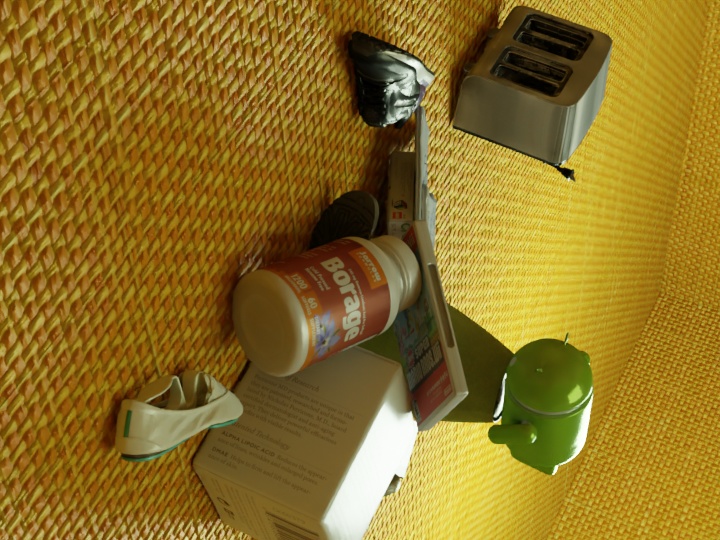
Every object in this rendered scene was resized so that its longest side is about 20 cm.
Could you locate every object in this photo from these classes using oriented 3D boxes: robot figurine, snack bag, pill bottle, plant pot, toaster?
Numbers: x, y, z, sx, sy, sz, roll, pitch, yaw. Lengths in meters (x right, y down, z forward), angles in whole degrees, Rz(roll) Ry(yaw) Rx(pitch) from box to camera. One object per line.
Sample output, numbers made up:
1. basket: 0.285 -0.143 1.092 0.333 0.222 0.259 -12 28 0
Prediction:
1. robot figurine: 0.243 0.173 1.788 0.175 0.115 0.202 -45 148 -36
2. snack bag: 0.081 -0.095 1.710 0.189 0.021 0.203 28 62 -84
3. pill bottle: -0.031 0.029 1.450 0.199 0.112 0.114 -22 131 -41
4. plant pot: 0.107 0.126 1.850 0.188 0.198 0.189 -52 153 -42
5. toaster: 0.245 -0.250 1.887 0.182 0.198 0.120 -55 159 -36

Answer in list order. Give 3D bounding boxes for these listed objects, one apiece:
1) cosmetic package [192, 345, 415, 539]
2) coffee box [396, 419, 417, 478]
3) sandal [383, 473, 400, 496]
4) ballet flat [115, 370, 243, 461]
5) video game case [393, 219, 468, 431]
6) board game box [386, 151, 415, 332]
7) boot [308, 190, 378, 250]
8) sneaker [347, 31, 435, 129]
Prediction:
1. cosmetic package: -0.056 0.196 1.528 0.201 0.163 0.166 -60 158 -26
2. coffee box: -0.008 0.203 1.735 0.200 0.112 0.081 37 69 -69
3. sandal: -0.035 0.287 1.644 0.055 0.198 0.080 65 19 -6
4. ballet flat: -0.171 0.130 1.328 0.200 0.069 0.070 -17 124 -65
5. video game case: 0.069 0.064 1.530 0.143 0.017 0.203 123 -43 -64
6. board game box: 0.056 -0.033 1.739 0.202 0.034 0.127 85 7 -45
7. boot: -0.001 -0.002 1.638 0.183 0.072 0.199 -61 155 9
8. sneaker: 0.029 -0.204 1.539 0.089 0.075 0.200 -66 161 4
